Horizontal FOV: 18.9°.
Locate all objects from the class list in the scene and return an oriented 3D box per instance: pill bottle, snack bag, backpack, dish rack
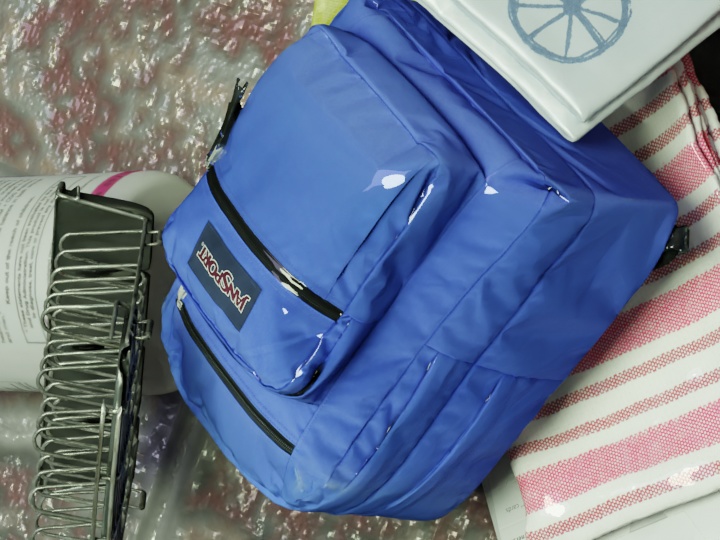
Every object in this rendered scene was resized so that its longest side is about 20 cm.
[{"bbox_3d":[-0.178,0.007,1.140,0.199,0.113,0.114,-1,79,33],"label":"pill bottle"},{"bbox_3d":[0.086,-0.171,0.930,0.188,0.021,0.200,-39,72,-22],"label":"snack bag"},{"bbox_3d":[0.000,0.000,0.918,0.200,0.167,0.163,-57,48,24],"label":"backpack"},{"bbox_3d":[-0.119,0.061,0.953,0.054,0.200,0.154,3,110,-4],"label":"dish rack"}]

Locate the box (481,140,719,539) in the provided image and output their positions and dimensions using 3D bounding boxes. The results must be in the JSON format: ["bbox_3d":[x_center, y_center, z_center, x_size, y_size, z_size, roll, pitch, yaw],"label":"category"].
[{"bbox_3d":[0.118,0.047,0.978,0.155,0.041,0.201,-27,64,27],"label":"box"}]

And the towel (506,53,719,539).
[{"bbox_3d":[0.107,0.010,0.952,0.146,0.030,0.201,-28,65,28],"label":"towel"}]

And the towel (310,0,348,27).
[{"bbox_3d":[0.012,-0.148,1.107,0.086,0.018,0.201,5,82,35],"label":"towel"}]
